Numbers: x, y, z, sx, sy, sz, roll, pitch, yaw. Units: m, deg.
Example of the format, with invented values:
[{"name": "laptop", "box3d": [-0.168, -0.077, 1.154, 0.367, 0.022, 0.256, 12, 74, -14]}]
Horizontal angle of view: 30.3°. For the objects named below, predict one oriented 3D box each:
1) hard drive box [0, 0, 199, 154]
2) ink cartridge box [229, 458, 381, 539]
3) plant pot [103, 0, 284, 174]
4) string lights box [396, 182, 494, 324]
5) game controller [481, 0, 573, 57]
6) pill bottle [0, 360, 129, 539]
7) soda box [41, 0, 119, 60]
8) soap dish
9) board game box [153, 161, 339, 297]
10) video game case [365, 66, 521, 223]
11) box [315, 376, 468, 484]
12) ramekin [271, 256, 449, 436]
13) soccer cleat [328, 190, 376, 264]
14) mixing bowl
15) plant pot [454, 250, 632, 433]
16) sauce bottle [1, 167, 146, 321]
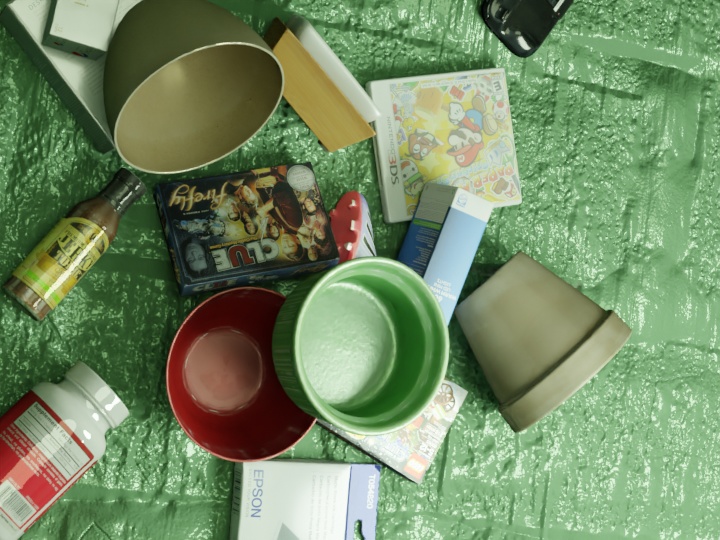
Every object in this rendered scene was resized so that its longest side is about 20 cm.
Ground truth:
[{"name": "hard drive box", "box3d": [-0.294, -0.263, 1.545, 0.156, 0.077, 0.201, -40, 104, -18]}, {"name": "ink cartridge box", "box3d": [-0.065, 0.336, 1.647, 0.198, 0.041, 0.202, 5, 87, -22]}, {"name": "plant pot", "box3d": [-0.200, -0.224, 1.458, 0.199, 0.201, 0.135, -19, 62, -21]}, {"name": "string lights box", "box3d": [0.088, -0.005, 1.670, 0.058, 0.103, 0.202, 21, 90, -22]}, {"name": "game controller", "box3d": [0.244, -0.386, 1.795, 0.104, 0.042, 0.201, 44, 74, -31]}, {"name": "pill bottle", "box3d": [-0.360, 0.200, 1.490, 0.200, 0.112, 0.113, -44, 104, -17]}, {"name": "soda box", "box3d": [-0.295, -0.342, 1.471, 0.067, 0.064, 0.202, 14, 83, -21]}, {"name": "soap dish", "box3d": [-0.056, -0.225, 1.586, 0.081, 0.200, 0.158, -40, 106, 4]}, {"name": "board game box", "box3d": [-0.136, -0.052, 1.603, 0.198, 0.035, 0.137, -11, 71, -22]}, {"name": "video game case", "box3d": [0.111, -0.165, 1.738, 0.198, 0.023, 0.184, -9, 93, -22]}, {"name": "box", "box3d": [0.024, 0.162, 1.688, 0.199, 0.038, 0.137, 33, 77, -18]}, {"name": "ramekin", "box3d": [-0.006, 0.087, 1.532, 0.198, 0.097, 0.203, 2, 86, -27]}, {"name": "soccer cleat", "box3d": [0.000, 0.000, 1.655, 0.076, 0.066, 0.202, 19, 58, -39]}, {"name": "mixing bowl", "box3d": [-0.149, 0.121, 1.580, 0.198, 0.108, 0.203, 1, 88, -23]}, {"name": "plant pot", "box3d": [0.217, 0.078, 1.705, 0.200, 0.200, 0.174, -40, 86, -18]}, {"name": "sauce bottle", "box3d": [-0.327, -0.035, 1.534, 0.065, 0.065, 0.201, 42, 75, -16]}]
